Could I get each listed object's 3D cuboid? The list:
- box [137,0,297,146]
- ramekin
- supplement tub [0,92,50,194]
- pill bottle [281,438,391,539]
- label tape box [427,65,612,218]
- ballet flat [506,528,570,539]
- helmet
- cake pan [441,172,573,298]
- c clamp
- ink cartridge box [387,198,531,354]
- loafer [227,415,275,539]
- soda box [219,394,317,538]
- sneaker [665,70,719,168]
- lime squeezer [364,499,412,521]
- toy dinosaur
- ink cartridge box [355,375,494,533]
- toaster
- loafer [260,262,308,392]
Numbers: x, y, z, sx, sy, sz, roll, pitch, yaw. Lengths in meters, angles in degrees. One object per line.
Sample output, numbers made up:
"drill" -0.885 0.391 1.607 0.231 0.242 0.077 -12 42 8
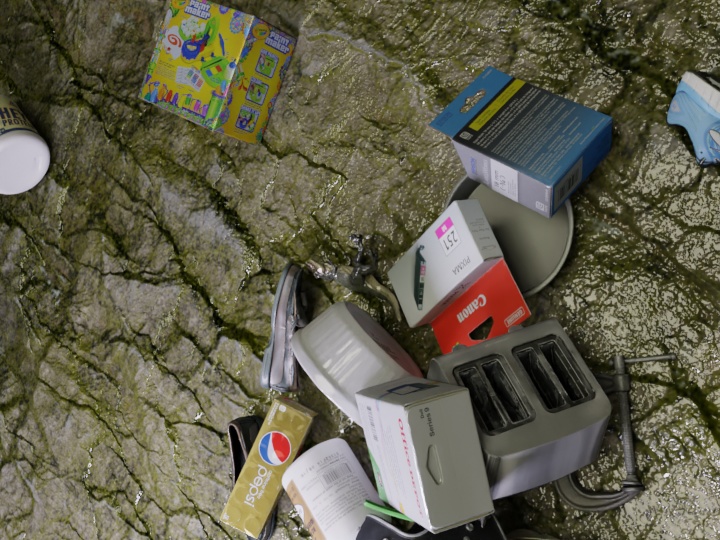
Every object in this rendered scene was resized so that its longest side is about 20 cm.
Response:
"box" -0.243 -0.342 1.485 0.198 0.121 0.195 27 99 32
"ramekin" 0.003 0.131 1.236 0.094 0.202 0.203 -46 62 6
"supplement tub" -0.734 -0.267 1.780 0.200 0.144 0.146 46 108 27
"pill bottle" -0.020 0.356 1.266 0.114 0.114 0.201 -45 63 20
"label tape box" 0.211 -0.175 1.168 0.199 0.064 0.144 32 64 31
"ballet flat" 0.265 0.373 1.111 0.197 0.062 0.069 -1 84 32
"helmet" 0.087 0.382 1.100 0.188 0.201 0.202 -22 68 -13
"cake pan" 0.204 -0.056 1.214 0.198 0.037 0.204 -4 82 33
"c clamp" 0.315 0.206 1.118 0.169 0.027 0.204 -3 82 32
"ink cartridge box" 0.127 0.029 1.204 0.200 0.043 0.176 -48 58 49
"loafer" -0.184 0.335 1.404 0.071 0.063 0.204 -14 77 32
"soda box" -0.138 0.297 1.339 0.067 0.064 0.203 25 91 5
"sneaker" 0.452 -0.153 1.058 0.201 0.078 0.091 51 130 30
"lime squeezer" 0.107 0.328 1.210 0.197 0.038 0.072 -16 115 8
"toy dinosaur" 0.000 0.000 1.330 0.199 0.047 0.090 27 117 38
"ink cartridge box" 0.072 0.213 1.056 0.200 0.086 0.148 168 89 -75
"toaster" 0.192 0.174 1.082 0.178 0.120 0.202 -16 51 -12
"loafer" -0.107 0.092 1.382 0.062 0.072 0.203 14 99 11
